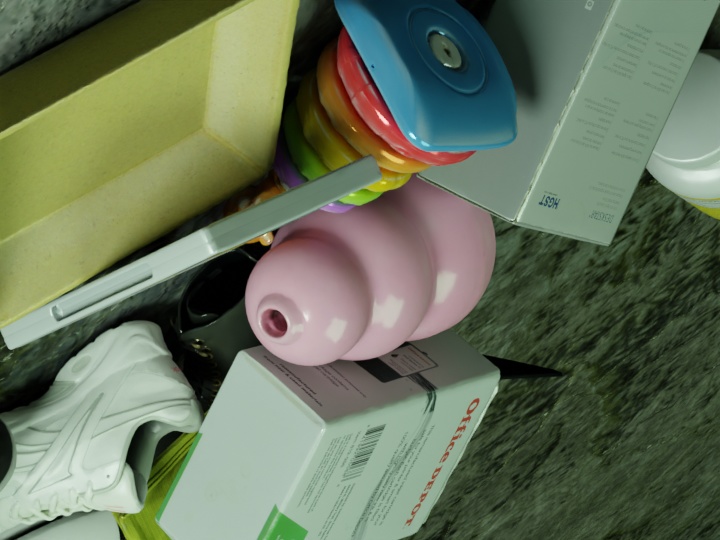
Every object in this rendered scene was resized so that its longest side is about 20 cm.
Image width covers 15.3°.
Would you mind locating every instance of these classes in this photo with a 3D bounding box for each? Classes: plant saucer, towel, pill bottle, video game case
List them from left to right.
[{"bbox_3d":[-0.131,-0.075,1.427,0.200,0.048,0.200,-30,158,-22],"label":"plant saucer"},{"bbox_3d":[-0.099,-0.010,1.531,0.200,0.017,0.143,-23,-178,45],"label":"video game case"},{"bbox_3d":[-0.078,0.109,1.752,0.200,0.018,0.086,-43,148,-15],"label":"towel"},{"bbox_3d":[0.265,-0.102,1.975,0.111,0.111,0.200,-43,160,9],"label":"pill bottle"}]

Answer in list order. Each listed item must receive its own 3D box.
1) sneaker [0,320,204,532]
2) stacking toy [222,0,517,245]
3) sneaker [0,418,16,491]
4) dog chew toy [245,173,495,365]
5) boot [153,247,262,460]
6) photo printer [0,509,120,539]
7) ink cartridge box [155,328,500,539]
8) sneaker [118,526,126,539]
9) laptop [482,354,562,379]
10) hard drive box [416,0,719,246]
[{"bbox_3d":[-0.184,0.124,1.676,0.200,0.099,0.078,-41,160,2],"label":"sneaker"},{"bbox_3d":[-0.013,-0.074,1.586,0.200,0.116,0.110,-40,160,34],"label":"stacking toy"},{"bbox_3d":[-0.261,0.102,1.535,0.200,0.072,0.083,-11,144,-53],"label":"sneaker"},{"bbox_3d":[0.000,0.000,1.675,0.200,0.125,0.125,-33,162,-53],"label":"dog chew toy"},{"bbox_3d":[-0.108,0.068,1.751,0.200,0.077,0.138,-55,154,3],"label":"boot"},{"bbox_3d":[-0.252,0.231,1.827,0.166,0.069,0.200,-26,155,-33],"label":"photo printer"},{"bbox_3d":[-0.018,0.115,1.739,0.200,0.083,0.147,-11,135,-53],"label":"ink cartridge box"},{"bbox_3d":[-0.109,0.121,1.856,0.200,0.075,0.078,-48,159,-4],"label":"sneaker"},{"bbox_3d":[0.020,0.110,2.002,0.200,0.103,0.177,-47,158,20],"label":"laptop"},{"bbox_3d":[0.136,-0.125,1.651,0.156,0.077,0.200,11,104,-63],"label":"hard drive box"}]
